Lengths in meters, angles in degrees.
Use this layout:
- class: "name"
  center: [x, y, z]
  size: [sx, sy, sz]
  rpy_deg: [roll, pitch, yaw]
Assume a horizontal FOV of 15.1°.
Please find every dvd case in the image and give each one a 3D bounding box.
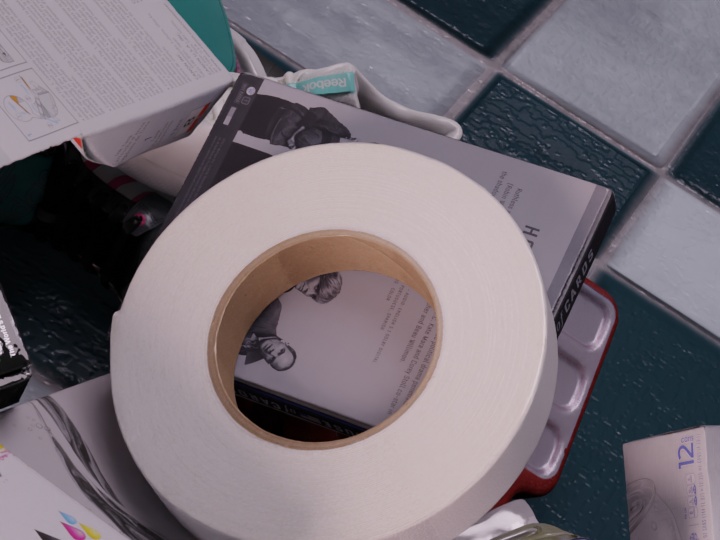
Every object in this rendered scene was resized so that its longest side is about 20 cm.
- class: "dvd case"
  center: [0.000, 0.000, 1.260]
  size: [0.199, 0.025, 0.151]
  rpy_deg: [19, 70, 22]

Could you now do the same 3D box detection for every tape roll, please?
- class: "tape roll"
  center: [-0.013, 0.037, 1.207]
  size: [0.201, 0.037, 0.204]
  rpy_deg: [-5, 62, 10]

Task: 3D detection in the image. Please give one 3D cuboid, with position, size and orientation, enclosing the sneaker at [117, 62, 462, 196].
- class: "sneaker"
  center: [-0.041, -0.079, 1.379]
  size: [0.199, 0.088, 0.076]
  rpy_deg: [10, 60, -32]

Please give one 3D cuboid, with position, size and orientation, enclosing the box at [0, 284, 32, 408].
- class: "box"
  center: [-0.267, -0.007, 1.188]
  size: [0.192, 0.048, 0.201]
  rpy_deg: [-18, 77, -22]

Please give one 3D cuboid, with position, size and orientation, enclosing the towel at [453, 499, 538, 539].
- class: "towel"
  center: [0.040, 0.205, 1.212]
  size: [0.199, 0.032, 0.191]
  rpy_deg: [-18, 54, -23]

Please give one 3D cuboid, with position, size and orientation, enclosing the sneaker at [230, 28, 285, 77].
- class: "sneaker"
  center: [-0.036, -0.076, 1.542]
  size: [0.200, 0.071, 0.099]
  rpy_deg: [43, 21, 33]

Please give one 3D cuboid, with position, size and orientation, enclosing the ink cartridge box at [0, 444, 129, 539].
- class: "ink cartridge box"
  center: [-0.190, 0.156, 1.062]
  size: [0.199, 0.147, 0.147]
  rpy_deg: [35, 35, 9]

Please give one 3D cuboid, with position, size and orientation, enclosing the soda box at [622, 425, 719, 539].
- class: "soda box"
  center: [0.174, 0.176, 1.273]
  size: [0.068, 0.063, 0.202]
  rpy_deg: [3, 78, -33]

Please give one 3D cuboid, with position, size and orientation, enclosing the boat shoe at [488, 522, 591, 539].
- class: "boat shoe"
  center: [0.023, 0.169, 1.187]
  size: [0.199, 0.073, 0.062]
  rpy_deg: [-19, 19, -19]

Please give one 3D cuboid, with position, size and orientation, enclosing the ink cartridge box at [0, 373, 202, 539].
- class: "ink cartridge box"
  center: [-0.120, 0.116, 1.232]
  size: [0.116, 0.067, 0.199]
  rpy_deg: [44, 38, 22]

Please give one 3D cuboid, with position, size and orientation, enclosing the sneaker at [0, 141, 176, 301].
- class: "sneaker"
  center: [-0.153, -0.033, 1.380]
  size: [0.120, 0.084, 0.200]
  rpy_deg: [4, 33, -38]

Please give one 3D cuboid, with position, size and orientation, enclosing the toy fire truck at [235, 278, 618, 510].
- class: "toy fire truck"
  center: [0.038, 0.067, 1.343]
  size: [0.167, 0.112, 0.201]
  rpy_deg: [31, 68, -25]

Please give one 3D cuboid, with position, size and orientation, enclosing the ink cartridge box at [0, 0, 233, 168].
- class: "ink cartridge box"
  center: [-0.169, -0.112, 1.253]
  size: [0.162, 0.050, 0.200]
  rpy_deg: [49, 35, 9]

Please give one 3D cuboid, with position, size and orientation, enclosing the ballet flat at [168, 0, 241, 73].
- class: "ballet flat"
  center: [-0.091, -0.085, 1.452]
  size: [0.069, 0.071, 0.201]
  rpy_deg: [-30, 97, -41]
